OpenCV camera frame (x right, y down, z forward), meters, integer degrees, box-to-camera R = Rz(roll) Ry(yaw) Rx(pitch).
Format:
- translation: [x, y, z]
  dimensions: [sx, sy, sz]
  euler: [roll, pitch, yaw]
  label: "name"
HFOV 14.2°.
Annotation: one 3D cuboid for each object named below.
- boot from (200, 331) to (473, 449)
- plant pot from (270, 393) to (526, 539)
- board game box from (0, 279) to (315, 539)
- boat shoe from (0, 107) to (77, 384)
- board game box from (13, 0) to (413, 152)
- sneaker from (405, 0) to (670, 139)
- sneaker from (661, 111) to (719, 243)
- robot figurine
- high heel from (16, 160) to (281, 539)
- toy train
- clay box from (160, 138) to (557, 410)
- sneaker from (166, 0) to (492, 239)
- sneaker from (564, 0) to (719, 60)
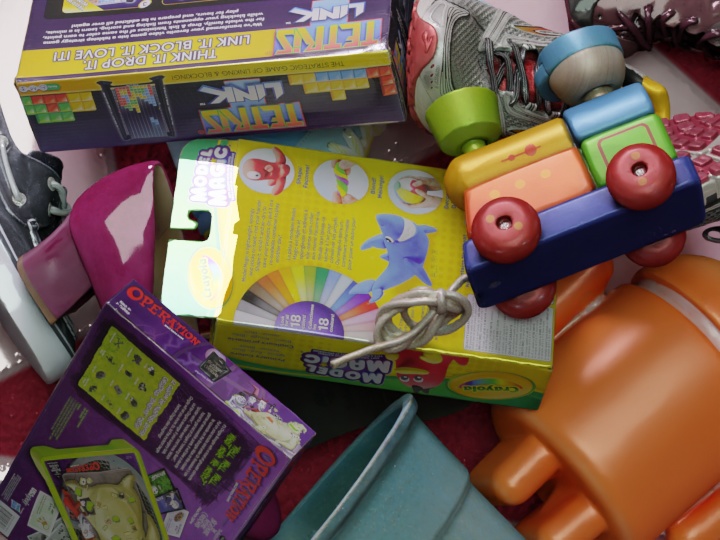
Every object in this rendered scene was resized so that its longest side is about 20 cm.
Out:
- translation: [-0.030, 0.049, 1.551]
  dimensions: [0.199, 0.076, 0.074]
  euler: [-7, 118, 7]
  label: "boot"
- translation: [0.033, 0.202, 1.453]
  dimensions: [0.196, 0.200, 0.200]
  euler: [41, 75, -3]
  label: "plant pot"
- translation: [-0.110, 0.104, 1.458]
  dimensions: [0.120, 0.200, 0.032]
  euler: [43, 46, 8]
  label: "board game box"
- translation: [-0.187, -0.037, 1.551]
  dimensions: [0.068, 0.072, 0.200]
  euler: [-25, 72, -10]
  label: "boat shoe"
- translation: [-0.071, -0.145, 1.536]
  dimensions: [0.199, 0.057, 0.166]
  euler: [-4, 48, 10]
  label: "board game box"
- translation: [0.093, -0.103, 1.526]
  dimensions: [0.082, 0.200, 0.078]
  euler: [-1, 83, 37]
  label: "sneaker"
- translation: [0.199, -0.044, 1.519]
  dimensions: [0.199, 0.081, 0.075]
  euler: [-21, 118, -15]
  label: "sneaker"
- translation: [0.149, 0.069, 1.528]
  dimensions: [0.200, 0.117, 0.144]
  euler: [-39, 56, -14]
  label: "robot figurine"
- translation: [-0.085, 0.044, 1.482]
  dimensions: [0.096, 0.067, 0.200]
  euler: [-37, 97, 24]
  label: "high heel"
- translation: [0.060, -0.039, 1.434]
  dimensions: [0.199, 0.085, 0.116]
  euler: [-21, 64, 1]
  label: "toy train"
- translation: [0.000, 0.000, 1.480]
  dimensions: [0.199, 0.048, 0.115]
  euler: [8, 56, -3]
  label: "clay box"
- translation: [-0.007, -0.068, 1.571]
  dimensions: [0.199, 0.080, 0.131]
  euler: [-15, 75, 1]
  label: "sneaker"
- translation: [0.181, -0.127, 1.613]
  dimensions: [0.115, 0.076, 0.200]
  euler: [-37, 71, -8]
  label: "sneaker"
